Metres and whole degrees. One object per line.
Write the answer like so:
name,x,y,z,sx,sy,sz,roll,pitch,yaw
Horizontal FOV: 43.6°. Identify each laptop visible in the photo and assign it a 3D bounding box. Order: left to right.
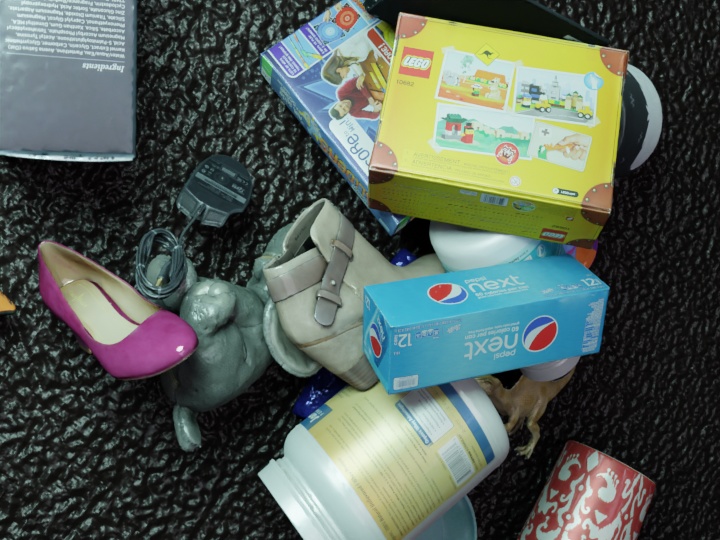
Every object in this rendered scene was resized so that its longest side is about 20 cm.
laptop,0.097,-0.249,0.801,0.174,0.203,0.104,18,130,-25

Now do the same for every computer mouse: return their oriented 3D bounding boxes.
computer mouse,-0.142,-0.036,0.765,0.058,0.201,0.034,30,128,-5

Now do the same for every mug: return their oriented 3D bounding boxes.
mug,0.238,0.308,1.013,0.131,0.178,0.203,25,82,12

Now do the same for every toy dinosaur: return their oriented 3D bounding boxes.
toy dinosaur,0.182,0.142,0.965,0.197,0.058,0.103,-1,118,-42

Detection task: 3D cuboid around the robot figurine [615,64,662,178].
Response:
robot figurine,0.224,-0.150,0.905,0.198,0.151,0.125,-13,149,-50

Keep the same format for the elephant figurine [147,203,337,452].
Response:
elephant figurine,-0.088,0.041,0.818,0.197,0.142,0.157,-6,130,-38

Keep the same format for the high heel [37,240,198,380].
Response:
high heel,-0.203,0.027,0.719,0.067,0.197,0.098,-40,119,-36

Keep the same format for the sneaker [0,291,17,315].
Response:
sneaker,-0.356,0.094,0.729,0.089,0.070,0.203,29,83,-21

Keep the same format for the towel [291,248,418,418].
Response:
towel,0.037,0.098,0.920,0.147,0.049,0.202,38,82,-17

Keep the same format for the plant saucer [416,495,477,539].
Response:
plant saucer,0.039,0.305,0.934,0.197,0.036,0.205,-11,108,-36

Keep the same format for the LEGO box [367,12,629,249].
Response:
LEGO box,0.113,-0.117,0.754,0.195,0.077,0.152,11,70,5

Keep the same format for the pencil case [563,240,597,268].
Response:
pencil case,0.155,-0.060,0.927,0.199,0.088,0.089,35,83,-24

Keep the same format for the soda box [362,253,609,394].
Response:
soda box,0.103,0.041,0.748,0.196,0.068,0.065,-8,119,-18

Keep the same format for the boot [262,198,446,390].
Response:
boot,0.000,0.000,0.803,0.147,0.069,0.201,55,45,-20

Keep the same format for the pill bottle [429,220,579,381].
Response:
pill bottle,0.149,0.014,0.860,0.110,0.110,0.202,-40,125,-13

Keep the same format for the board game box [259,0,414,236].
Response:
board game box,0.018,-0.152,0.827,0.134,0.035,0.201,-36,82,-17

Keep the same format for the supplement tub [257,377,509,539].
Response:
supplement tub,0.020,0.171,0.816,0.199,0.144,0.146,-37,110,-13

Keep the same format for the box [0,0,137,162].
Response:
box,-0.234,-0.189,0.700,0.102,0.147,0.205,0,97,-23
